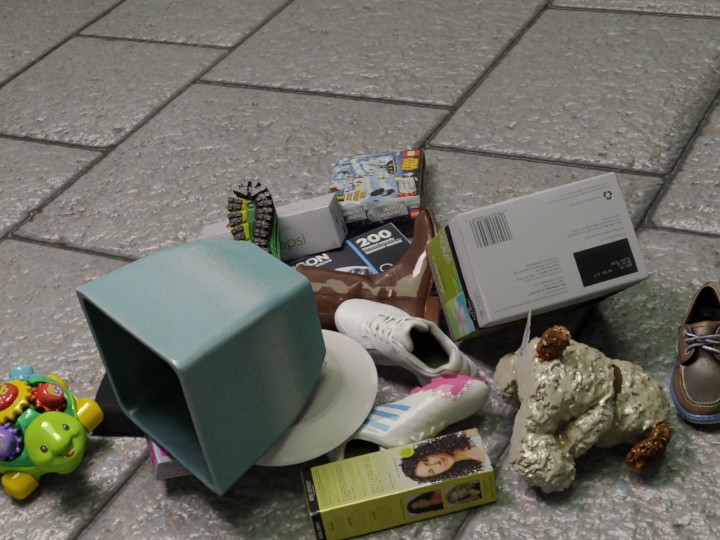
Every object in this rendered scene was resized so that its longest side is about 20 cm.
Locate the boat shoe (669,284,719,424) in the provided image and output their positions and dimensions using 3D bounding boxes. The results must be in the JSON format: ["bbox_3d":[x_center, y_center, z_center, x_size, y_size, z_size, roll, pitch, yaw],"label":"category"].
[{"bbox_3d":[0.388,0.091,1.460,0.072,0.072,0.200,-2,34,13],"label":"boat shoe"}]

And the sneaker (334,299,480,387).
[{"bbox_3d":[0.051,0.076,1.513,0.200,0.099,0.078,26,69,25],"label":"sneaker"}]

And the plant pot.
[{"bbox_3d":[-0.152,0.077,1.389,0.200,0.196,0.196,-36,45,-26],"label":"plant pot"}]

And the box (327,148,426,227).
[{"bbox_3d":[0.025,-0.122,1.876,0.137,0.040,0.200,-6,24,8],"label":"box"}]

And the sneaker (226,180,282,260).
[{"bbox_3d":[-0.130,-0.014,1.689,0.078,0.200,0.085,-1,-8,10],"label":"sneaker"}]

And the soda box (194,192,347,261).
[{"bbox_3d":[-0.124,-0.047,1.775,0.200,0.064,0.068,-14,17,12],"label":"soda box"}]

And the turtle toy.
[{"bbox_3d":[-0.380,0.182,1.488,0.200,0.101,0.146,23,62,41],"label":"turtle toy"}]

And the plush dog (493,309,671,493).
[{"bbox_3d":[0.255,0.135,1.393,0.172,0.161,0.200,13,33,-13],"label":"plush dog"}]

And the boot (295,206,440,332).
[{"bbox_3d":[0.000,0.000,1.629,0.200,0.064,0.187,2,63,-1],"label":"boot"}]

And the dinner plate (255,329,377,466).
[{"bbox_3d":[-0.079,0.136,1.456,0.200,0.024,0.200,-8,43,8],"label":"dinner plate"}]

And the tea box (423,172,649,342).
[{"bbox_3d":[0.202,-0.010,1.523,0.200,0.134,0.197,-15,-9,-12],"label":"tea box"}]

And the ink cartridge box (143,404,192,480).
[{"bbox_3d":[-0.201,0.150,1.510,0.119,0.042,0.200,-7,44,-18],"label":"ink cartridge box"}]

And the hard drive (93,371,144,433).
[{"bbox_3d":[-0.253,0.126,1.613,0.135,0.042,0.200,1,35,16],"label":"hard drive"}]

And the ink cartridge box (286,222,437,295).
[{"bbox_3d":[-0.022,0.003,1.732,0.198,0.043,0.200,-22,34,-15],"label":"ink cartridge box"}]

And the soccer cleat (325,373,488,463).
[{"bbox_3d":[0.054,0.180,1.441,0.200,0.070,0.086,-15,49,-2],"label":"soccer cleat"}]

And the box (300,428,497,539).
[{"bbox_3d":[0.040,0.230,1.373,0.200,0.050,0.075,-14,34,-4],"label":"box"}]
